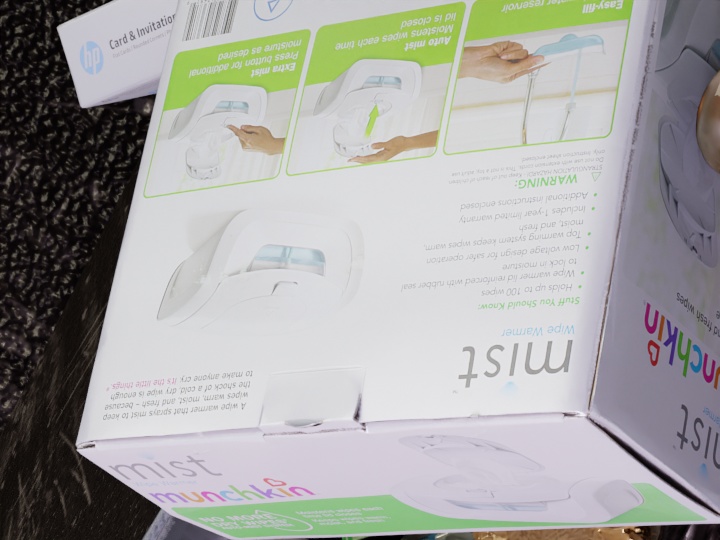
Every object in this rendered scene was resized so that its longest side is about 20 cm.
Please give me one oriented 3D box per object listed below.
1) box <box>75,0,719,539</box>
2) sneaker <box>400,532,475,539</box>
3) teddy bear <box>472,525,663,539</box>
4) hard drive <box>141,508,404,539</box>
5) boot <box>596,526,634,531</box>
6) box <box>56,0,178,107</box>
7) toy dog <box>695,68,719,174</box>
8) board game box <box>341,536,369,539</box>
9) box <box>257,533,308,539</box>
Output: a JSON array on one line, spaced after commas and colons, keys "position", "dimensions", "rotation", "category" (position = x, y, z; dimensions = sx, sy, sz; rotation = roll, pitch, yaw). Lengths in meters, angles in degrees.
[{"position": [0.025, -0.012, 0.918], "dimensions": [0.199, 0.097, 0.178], "rotation": [-7, 63, 36], "category": "box"}, {"position": [0.026, 0.140, 1.162], "dimensions": [0.200, 0.075, 0.087], "rotation": [-54, 10, 42], "category": "sneaker"}, {"position": [0.063, 0.037, 1.046], "dimensions": [0.145, 0.067, 0.200], "rotation": [-46, 62, 26], "category": "teddy bear"}, {"position": [-0.011, 0.102, 1.194], "dimensions": [0.135, 0.042, 0.200], "rotation": [-58, -29, 11], "category": "hard drive"}, {"position": [0.148, -0.005, 0.935], "dimensions": [0.200, 0.071, 0.145], "rotation": [-29, 54, 16], "category": "boot"}, {"position": [-0.008, -0.120, 1.232], "dimensions": [0.155, 0.041, 0.199], "rotation": [-18, -1, 40], "category": "box"}, {"position": [0.175, -0.090, 0.819], "dimensions": [0.201, 0.139, 0.194], "rotation": [-64, 11, 12], "category": "toy dog"}, {"position": [0.000, 0.000, 1.132], "dimensions": [0.023, 0.201, 0.105], "rotation": [-20, -4, 36], "category": "board game box"}, {"position": [-0.015, 0.206, 0.939], "dimensions": [0.109, 0.127, 0.200], "rotation": [-54, 15, 34], "category": "box"}]
